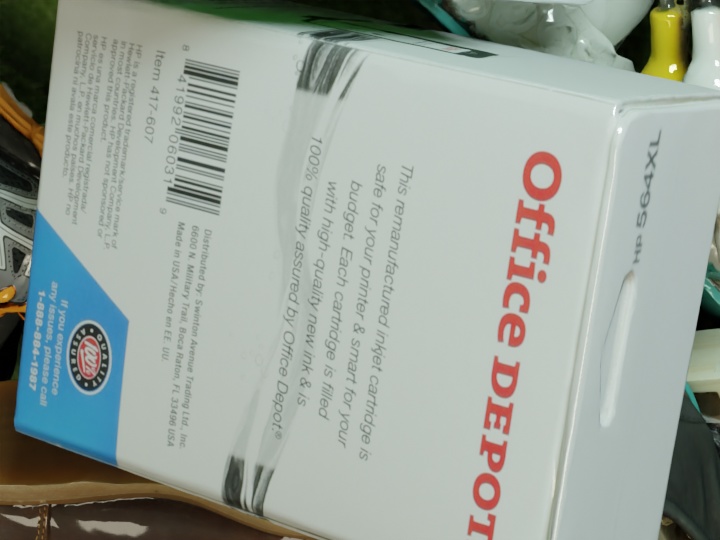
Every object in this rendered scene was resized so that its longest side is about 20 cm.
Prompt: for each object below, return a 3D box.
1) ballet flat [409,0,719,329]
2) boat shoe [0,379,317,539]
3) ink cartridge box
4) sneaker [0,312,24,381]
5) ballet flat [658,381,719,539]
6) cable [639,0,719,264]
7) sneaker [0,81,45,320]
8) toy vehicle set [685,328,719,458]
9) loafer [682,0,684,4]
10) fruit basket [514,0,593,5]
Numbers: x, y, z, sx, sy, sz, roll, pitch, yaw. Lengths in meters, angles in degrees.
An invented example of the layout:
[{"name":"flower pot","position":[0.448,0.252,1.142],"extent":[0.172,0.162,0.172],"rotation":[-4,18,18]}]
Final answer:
[{"name":"ballet flat","position":[0.086,-0.060,0.793],"extent":[0.072,0.072,0.200],"rotation":[-36,110,28]},{"name":"boat shoe","position":[-0.051,0.080,0.838],"extent":[0.198,0.071,0.071],"rotation":[4,133,12]},{"name":"ink cartridge box","position":[0.000,0.000,0.729],"extent":[0.199,0.084,0.147],"rotation":[16,104,30]},{"name":"sneaker","position":[-0.194,0.046,0.901],"extent":[0.099,0.071,0.200],"rotation":[38,117,-6]},{"name":"ballet flat","position":[0.105,0.120,0.804],"extent":[0.068,0.069,0.201],"rotation":[-7,126,34]},{"name":"cable","position":[0.105,-0.102,0.714],"extent":[0.097,0.050,0.201],"rotation":[-8,104,48]},{"name":"sneaker","position":[-0.129,-0.015,0.826],"extent":[0.200,0.078,0.078],"rotation":[39,160,-20]},{"name":"toy vehicle set","position":[0.065,0.084,0.862],"extent":[0.199,0.027,0.125],"rotation":[-8,125,33]},{"name":"loafer","position":[0.156,-0.146,0.716],"extent":[0.072,0.063,0.200],"rotation":[35,121,-8]},{"name":"fruit basket","position":[-0.006,-0.181,0.678],"extent":[0.184,0.094,0.202],"rotation":[4,105,-13]}]
